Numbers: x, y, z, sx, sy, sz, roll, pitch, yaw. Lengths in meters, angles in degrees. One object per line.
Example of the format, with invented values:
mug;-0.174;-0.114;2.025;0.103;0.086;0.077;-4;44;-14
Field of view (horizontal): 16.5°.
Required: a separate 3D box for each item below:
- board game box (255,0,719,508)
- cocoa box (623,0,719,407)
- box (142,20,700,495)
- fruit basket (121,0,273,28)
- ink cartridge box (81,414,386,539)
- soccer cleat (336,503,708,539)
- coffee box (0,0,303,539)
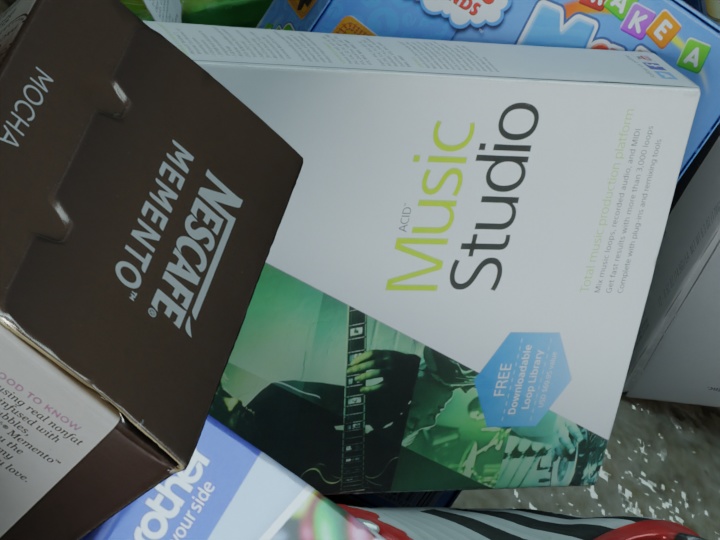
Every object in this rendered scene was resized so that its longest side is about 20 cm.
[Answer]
board game box;0.018;-0.026;0.810;0.151;0.200;0.037;29;12;-31
cocoa box;0.212;-0.025;1.017;0.199;0.134;0.132;7;52;-13
box;0.000;0.000;0.767;0.199;0.145;0.036;1;24;-26
fruit basket;-0.074;-0.159;0.840;0.200;0.093;0.186;58;25;-45
ink cartridge box;-0.026;0.121;0.645;0.199;0.042;0.120;35;67;-5
soccer cleat;0.025;0.110;0.817;0.199;0.085;0.069;0;85;-23
coffee box;-0.116;0.031;0.600;0.080;0.200;0.113;41;38;-17
